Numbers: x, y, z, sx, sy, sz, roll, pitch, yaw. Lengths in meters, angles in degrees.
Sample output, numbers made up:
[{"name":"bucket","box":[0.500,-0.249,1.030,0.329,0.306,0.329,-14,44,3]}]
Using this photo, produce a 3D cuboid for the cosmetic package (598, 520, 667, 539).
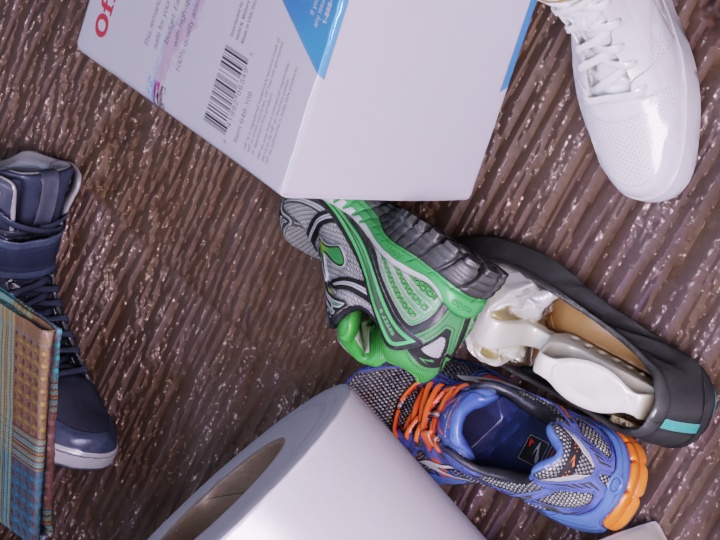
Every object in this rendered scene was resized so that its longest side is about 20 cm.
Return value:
[{"name":"cosmetic package","box":[0.095,0.232,1.546,0.200,0.087,0.104,-39,73,34]}]

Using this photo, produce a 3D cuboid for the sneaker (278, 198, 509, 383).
[{"name":"sneaker","box":[0.000,0.000,1.560,0.085,0.078,0.200,-58,29,1]}]

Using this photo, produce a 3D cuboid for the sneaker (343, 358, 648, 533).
[{"name":"sneaker","box":[0.064,0.084,1.546,0.199,0.078,0.076,12,78,39]}]

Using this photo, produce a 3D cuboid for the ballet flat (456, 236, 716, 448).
[{"name":"ballet flat","box":[0.104,0.035,1.531,0.199,0.068,0.068,28,109,32]}]

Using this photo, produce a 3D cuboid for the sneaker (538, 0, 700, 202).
[{"name":"sneaker","box":[0.117,-0.131,1.475,0.073,0.115,0.201,-9,90,36]}]

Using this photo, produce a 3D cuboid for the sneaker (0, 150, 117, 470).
[{"name":"sneaker","box":[-0.203,0.016,1.758,0.202,0.077,0.147,45,122,26]}]

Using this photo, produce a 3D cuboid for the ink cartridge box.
[{"name":"ink cartridge box","box":[-0.030,-0.146,1.546,0.200,0.146,0.147,36,116,41]}]

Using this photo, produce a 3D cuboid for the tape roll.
[{"name":"tape roll","box":[-0.036,0.178,1.527,0.202,0.203,0.139,-37,99,34]}]

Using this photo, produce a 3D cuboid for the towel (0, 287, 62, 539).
[{"name":"towel","box":[-0.241,0.067,1.729,0.200,0.022,0.148,28,121,47]}]
